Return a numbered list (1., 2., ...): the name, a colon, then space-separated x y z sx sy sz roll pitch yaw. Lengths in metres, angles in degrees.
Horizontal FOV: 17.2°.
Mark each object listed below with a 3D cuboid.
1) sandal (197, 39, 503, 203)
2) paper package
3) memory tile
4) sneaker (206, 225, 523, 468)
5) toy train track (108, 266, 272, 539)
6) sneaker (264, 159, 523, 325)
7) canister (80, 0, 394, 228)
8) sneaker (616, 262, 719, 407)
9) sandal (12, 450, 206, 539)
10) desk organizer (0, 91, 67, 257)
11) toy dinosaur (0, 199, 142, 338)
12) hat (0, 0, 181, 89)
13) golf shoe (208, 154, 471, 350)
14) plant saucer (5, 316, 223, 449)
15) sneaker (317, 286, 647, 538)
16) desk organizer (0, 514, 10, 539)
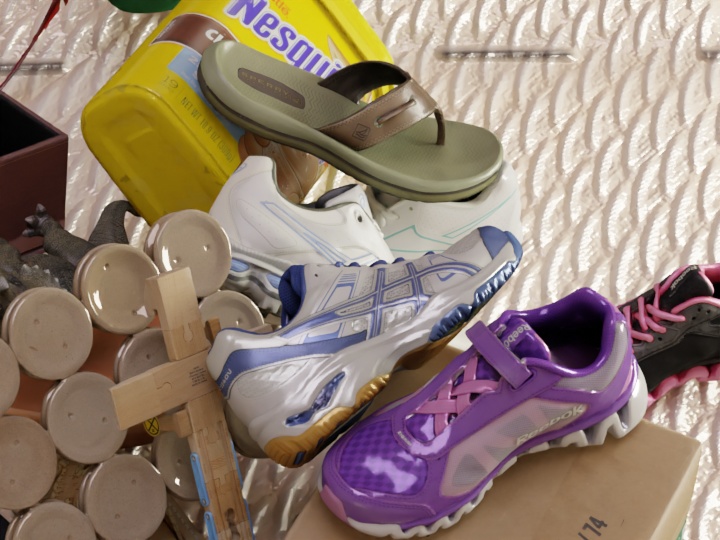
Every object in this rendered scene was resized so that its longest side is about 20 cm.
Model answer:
1. sandal: 0.001 -0.096 1.420 0.201 0.057 0.080 19 33 -22
2. paper package: 0.066 0.162 1.300 0.190 0.104 0.200 21 51 15
3. memory tile: -0.131 0.068 1.287 0.200 0.154 0.017 -31 13 -32
4. sneaker: 0.004 0.018 1.289 0.200 0.075 0.088 -36 79 -33
5. toy train track: -0.088 0.097 1.288 0.115 0.200 0.032 -21 13 -41
6. sneaker: 0.008 -0.027 1.481 0.200 0.080 0.071 -18 53 -15
7. canister: -0.075 -0.107 1.492 0.149 0.086 0.200 51 41 -16
8. sneaker: 0.178 0.034 1.422 0.200 0.096 0.079 -19 53 -15
9. sandal: -0.131 0.136 1.339 0.078 0.070 0.212 -33 57 -27
10. desk organizer: -0.270 -0.083 1.490 0.072 0.077 0.200 -24 44 -39
11. toy dinosaur: -0.181 0.009 1.383 0.102 0.077 0.200 33 21 22
12. hat: -0.162 -0.204 1.561 0.165 0.200 0.176 17 36 28
13. golf shoe: 0.000 0.000 1.401 0.200 0.078 0.097 25 80 -24
14. plant saucer: -0.157 0.052 1.399 0.200 0.038 0.200 2 27 -1
15. sneaker: 0.066 0.067 1.257 0.200 0.089 0.081 -25 55 -20
16. desk organizer: -0.168 0.188 1.293 0.200 0.072 0.077 37 55 27
